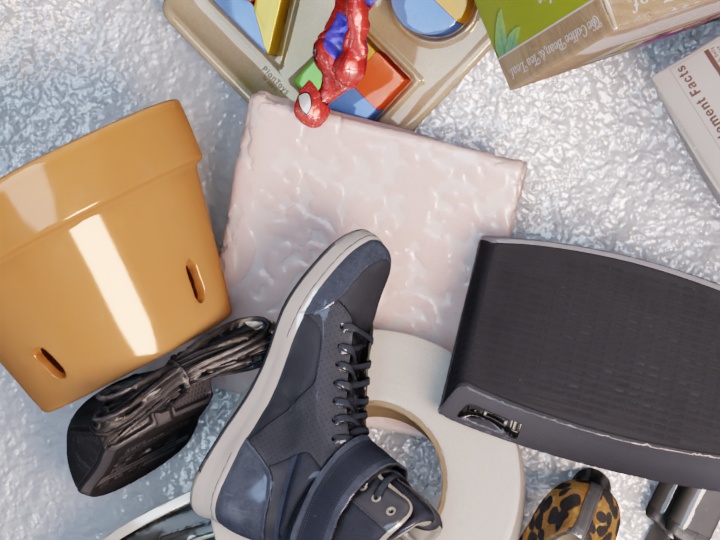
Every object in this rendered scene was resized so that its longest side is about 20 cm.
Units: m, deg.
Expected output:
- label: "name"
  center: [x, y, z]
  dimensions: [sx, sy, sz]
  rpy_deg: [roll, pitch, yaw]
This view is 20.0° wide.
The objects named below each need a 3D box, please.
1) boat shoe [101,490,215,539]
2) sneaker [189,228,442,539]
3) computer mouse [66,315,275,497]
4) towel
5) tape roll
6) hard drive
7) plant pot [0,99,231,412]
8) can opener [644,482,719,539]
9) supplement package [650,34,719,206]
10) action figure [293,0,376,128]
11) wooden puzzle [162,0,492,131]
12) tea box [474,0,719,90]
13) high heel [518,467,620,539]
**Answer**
- label: "boat shoe"
  center: [-0.097, 0.171, 1.348]
  dimensions: [0.199, 0.076, 0.061]
  rpy_deg: [-31, 80, 9]
- label: "sneaker"
  center: [0.004, 0.089, 1.230]
  dimensions: [0.146, 0.077, 0.203]
  rpy_deg: [26, 89, 29]
- label: "computer mouse"
  center: [-0.139, 0.086, 1.306]
  dimensions: [0.138, 0.200, 0.053]
  rpy_deg: [-26, 77, -29]
- label: "towel"
  center: [0.000, 0.000, 1.334]
  dimensions: [0.190, 0.032, 0.201]
  rpy_deg: [14, 105, 8]
- label: "tape roll"
  center: [0.004, 0.138, 1.283]
  dimensions: [0.201, 0.037, 0.204]
  rpy_deg: [-3, 73, 10]
- label: "hard drive"
  center: [0.158, 0.053, 1.258]
  dimensions: [0.199, 0.042, 0.136]
  rpy_deg: [15, 71, 1]
- label: "plant pot"
  center: [-0.174, -0.002, 1.301]
  dimensions: [0.199, 0.200, 0.141]
  rpy_deg: [-26, 93, 9]
- label: "can opener"
  center: [0.222, 0.160, 1.316]
  dimensions: [0.067, 0.053, 0.201]
  rpy_deg: [24, 95, -24]
- label: "supplement package"
  center: [0.299, -0.100, 1.236]
  dimensions: [0.199, 0.117, 0.118]
  rpy_deg: [-32, 46, 9]
- label: "action figure"
  center: [0.001, -0.185, 1.286]
  dimensions: [0.051, 0.065, 0.201]
  rpy_deg: [18, 93, -13]
- label: "wooden puzzle"
  center: [-0.007, -0.183, 1.341]
  dimensions: [0.185, 0.046, 0.200]
  rpy_deg: [45, 97, 6]
- label: "tea box"
  center: [0.162, -0.240, 1.227]
  dimensions: [0.199, 0.134, 0.198]
  rpy_deg: [-22, 89, -26]
- label: "high heel"
  center: [0.106, 0.220, 1.280]
  dimensions: [0.071, 0.143, 0.201]
  rpy_deg: [23, 95, 7]
